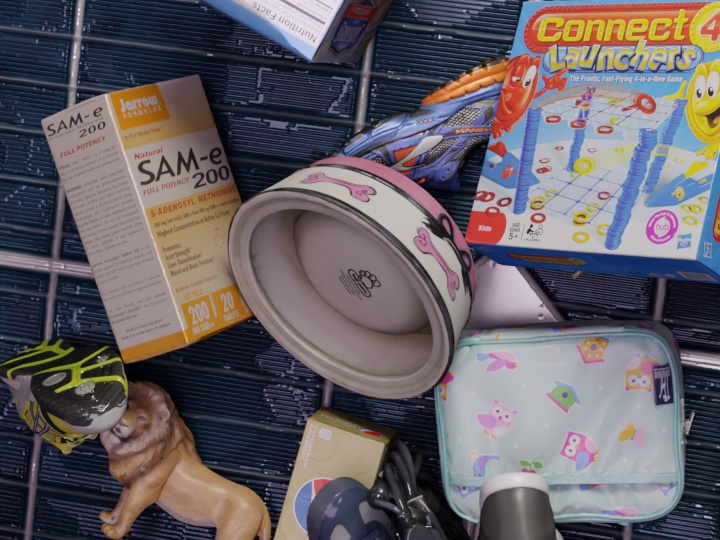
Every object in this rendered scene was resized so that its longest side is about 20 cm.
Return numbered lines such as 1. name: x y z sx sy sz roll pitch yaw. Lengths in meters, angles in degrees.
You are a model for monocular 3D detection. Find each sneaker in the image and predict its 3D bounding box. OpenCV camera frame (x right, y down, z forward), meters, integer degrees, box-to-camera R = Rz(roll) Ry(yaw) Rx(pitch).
1. sneaker: 0.024 0.243 1.403 0.070 0.082 0.200 -40 129 -18
2. sneaker: -0.224 0.105 1.437 0.075 0.200 0.077 -27 107 -20
3. sneaker: 0.121 0.235 1.365 0.070 0.200 0.100 -4 60 6
4. sneaker: 0.043 -0.089 1.415 0.199 0.075 0.079 -29 94 13

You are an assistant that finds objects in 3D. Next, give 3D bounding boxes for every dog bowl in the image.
1. dog bowl: 0.000 0.000 1.372 0.200 0.074 0.201 24 140 22

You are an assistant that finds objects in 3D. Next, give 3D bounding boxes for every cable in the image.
1. cable: 0.063 0.231 1.397 0.051 0.163 0.200 -29 102 7

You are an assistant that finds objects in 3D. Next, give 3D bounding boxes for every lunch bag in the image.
1. lunch bag: 0.160 0.121 1.411 0.199 0.077 0.161 -3 95 11

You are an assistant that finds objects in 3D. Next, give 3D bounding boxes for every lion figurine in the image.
1. lion figurine: -0.137 0.185 1.483 0.200 0.072 0.123 33 93 -9

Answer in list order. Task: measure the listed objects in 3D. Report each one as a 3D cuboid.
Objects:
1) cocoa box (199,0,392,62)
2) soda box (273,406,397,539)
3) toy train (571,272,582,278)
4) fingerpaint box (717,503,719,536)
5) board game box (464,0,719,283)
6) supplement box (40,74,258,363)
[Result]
1. cocoa box: -0.042 -0.240 1.348 0.133 0.200 0.132 30 100 5
2. soda box: -0.033 0.217 1.462 0.067 0.064 0.201 17 98 8
3. toy train: 0.242 -0.041 1.361 0.200 0.116 0.085 -35 89 11
4. fingerpaint box: 0.314 0.114 1.339 0.073 0.167 0.201 9 98 9
5. board game box: 0.190 -0.098 1.320 0.199 0.056 0.197 5 75 39
6. supplement box: -0.155 -0.043 1.419 0.073 0.126 0.201 -17 94 33
